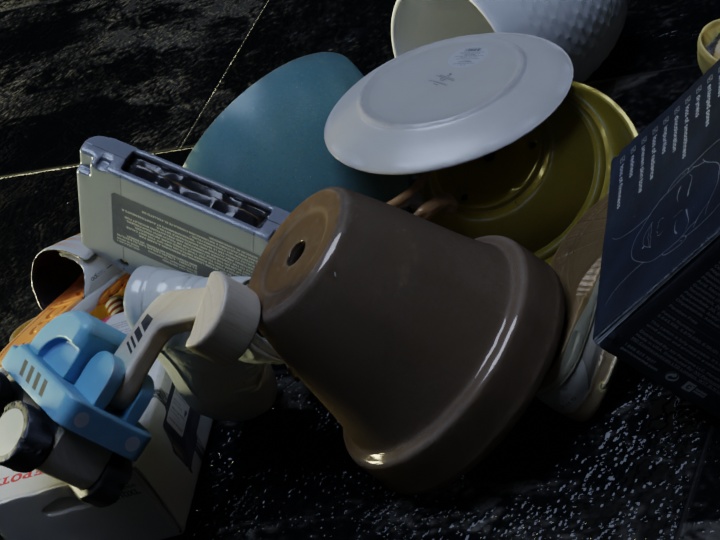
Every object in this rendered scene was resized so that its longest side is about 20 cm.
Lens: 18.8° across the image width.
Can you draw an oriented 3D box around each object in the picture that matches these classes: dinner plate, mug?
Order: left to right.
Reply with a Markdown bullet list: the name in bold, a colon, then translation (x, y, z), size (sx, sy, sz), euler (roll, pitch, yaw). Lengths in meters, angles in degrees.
- **dinner plate**: translation (0.065, -0.137, 1.666), size (0.199, 0.024, 0.200), euler (-13, 31, 8)
- **mug**: translation (0.126, -0.202, 1.870), size (0.175, 0.148, 0.200), euler (-30, -2, -33)

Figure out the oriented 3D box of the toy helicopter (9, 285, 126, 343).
- **toy helicopter**: translation (-0.212, 0.031, 1.872), size (0.199, 0.079, 0.132), euler (-16, 29, 20)

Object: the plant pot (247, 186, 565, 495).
- **plant pot**: translation (0.016, 0.033, 1.546), size (0.200, 0.174, 0.201), euler (-43, 25, 27)

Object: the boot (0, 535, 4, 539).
- **boot**: translation (-0.354, 0.223, 1.741), size (0.131, 0.070, 0.200), euler (-15, 31, 32)

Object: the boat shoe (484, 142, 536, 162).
- **boat shoe**: translation (0.118, -0.081, 1.768), size (0.199, 0.072, 0.065), euler (11, 46, 38)

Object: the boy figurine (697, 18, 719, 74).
- **boy figurine**: translation (0.351, -0.161, 1.697), size (0.200, 0.065, 0.124), euler (19, 60, 46)

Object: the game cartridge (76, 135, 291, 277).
- **game cartridge**: translation (-0.131, -0.023, 1.723), size (0.199, 0.133, 0.042), euler (23, 59, 12)

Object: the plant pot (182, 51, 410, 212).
- **plant pot**: translation (-0.036, -0.059, 1.779), size (0.200, 0.200, 0.135), euler (-39, 67, -13)

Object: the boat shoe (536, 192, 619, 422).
- **boat shoe**: translation (0.176, 0.024, 1.584), size (0.074, 0.069, 0.200), euler (-14, 39, 51)

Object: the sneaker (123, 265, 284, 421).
- **sneaker**: translation (-0.084, 0.064, 1.637), size (0.115, 0.200, 0.074), euler (3, 65, 28)

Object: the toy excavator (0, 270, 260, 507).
- **toy excavator**: translation (-0.174, 0.068, 1.549), size (0.200, 0.100, 0.194), euler (-59, 37, 2)

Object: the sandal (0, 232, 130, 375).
- **sandal**: translation (-0.245, 0.010, 1.791), size (0.079, 0.059, 0.207), euler (-20, 19, 38)

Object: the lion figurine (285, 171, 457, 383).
- **lion figurine**: translation (0.000, 0.000, 1.666), size (0.122, 0.201, 0.073), euler (-20, 48, -25)

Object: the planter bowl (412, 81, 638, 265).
- **planter bowl**: translation (0.114, -0.075, 1.676), size (0.200, 0.083, 0.201), euler (-12, 63, 24)

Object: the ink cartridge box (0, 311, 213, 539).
- **ink cartridge box**: translation (-0.200, 0.129, 1.723), size (0.144, 0.084, 0.200), euler (-17, 35, 22)

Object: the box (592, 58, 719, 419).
- **box**: translation (0.269, -0.042, 1.473), size (0.197, 0.124, 0.200), euler (-47, 20, 40)
